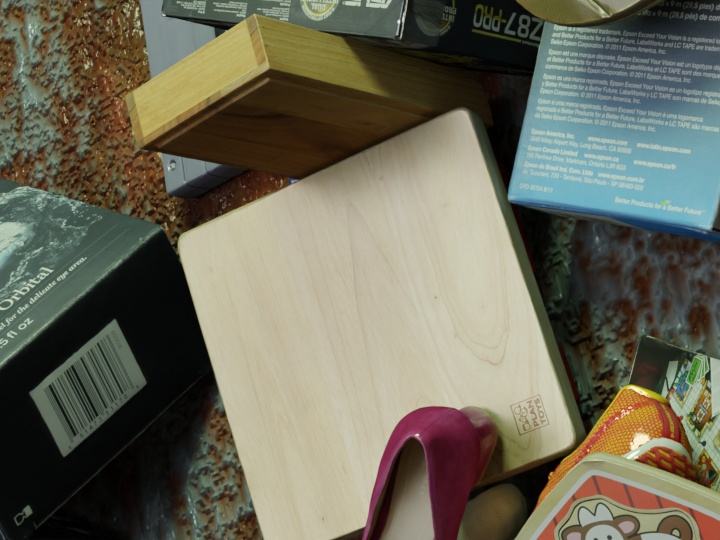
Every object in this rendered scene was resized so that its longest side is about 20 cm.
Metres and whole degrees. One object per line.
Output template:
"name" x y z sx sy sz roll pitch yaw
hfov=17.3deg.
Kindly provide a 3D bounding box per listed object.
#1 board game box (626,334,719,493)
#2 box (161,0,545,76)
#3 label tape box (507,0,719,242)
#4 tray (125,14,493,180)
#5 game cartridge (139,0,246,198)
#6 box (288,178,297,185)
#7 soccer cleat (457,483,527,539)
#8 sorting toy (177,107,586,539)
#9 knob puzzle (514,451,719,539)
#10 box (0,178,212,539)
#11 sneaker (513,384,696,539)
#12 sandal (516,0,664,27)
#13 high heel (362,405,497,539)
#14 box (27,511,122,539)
"board game box" 0.167 0.144 1.260 0.105 0.023 0.201 19 96 43
"box" 0.010 -0.149 1.364 0.200 0.161 0.049 11 91 44
"label tape box" 0.169 -0.121 1.274 0.144 0.063 0.201 12 89 44
"tray" -0.024 -0.088 1.316 0.099 0.200 0.037 -28 67 33
"game cartridge" -0.092 -0.162 1.554 0.130 0.038 0.201 -27 65 42
"box" 0.000 0.000 1.437 0.121 0.032 0.201 5 88 43
"soccer cleat" 0.051 0.208 1.336 0.078 0.069 0.200 46 121 32
"sorting toy" 0.018 0.040 1.351 0.198 0.070 0.201 -23 75 22
"knob puzzle" 0.146 0.188 1.189 0.219 0.030 0.220 9 111 25
"box" -0.235 0.052 1.527 0.200 0.197 0.118 16 138 44
"sneaker" 0.116 0.148 1.262 0.200 0.073 0.077 -53 20 27
"sandal" 0.167 -0.176 1.212 0.200 0.054 0.081 -21 73 23
"high heel" 0.017 0.165 1.251 0.067 0.096 0.200 29 103 20
"box" -0.267 0.217 1.541 0.106 0.200 0.123 16 94 43
